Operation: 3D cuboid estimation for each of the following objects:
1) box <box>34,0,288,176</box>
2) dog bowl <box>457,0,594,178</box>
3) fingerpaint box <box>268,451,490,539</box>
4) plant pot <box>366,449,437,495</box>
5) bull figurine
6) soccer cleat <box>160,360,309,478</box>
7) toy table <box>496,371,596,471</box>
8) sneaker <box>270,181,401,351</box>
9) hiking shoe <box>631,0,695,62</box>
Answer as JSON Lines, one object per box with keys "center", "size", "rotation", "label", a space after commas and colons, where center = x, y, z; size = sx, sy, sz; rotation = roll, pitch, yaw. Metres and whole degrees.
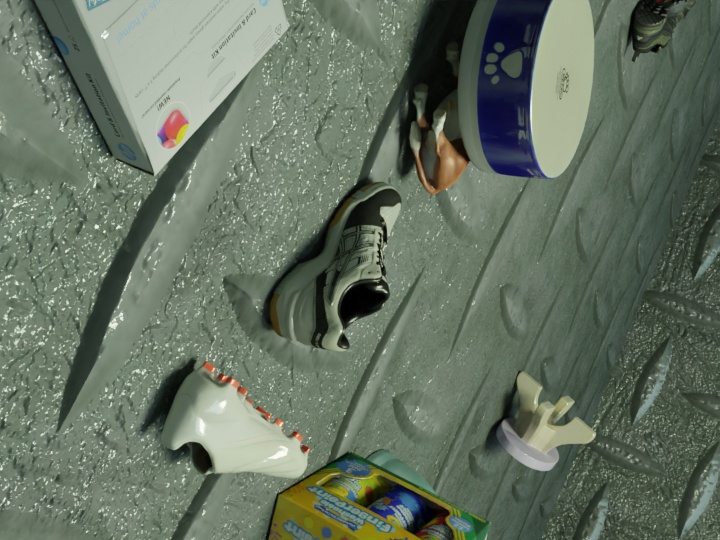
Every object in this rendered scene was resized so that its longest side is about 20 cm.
{"center": [-0.118, -0.182, 0.527], "size": [0.157, 0.041, 0.201], "rotation": [-55, 151, -27], "label": "box"}
{"center": [0.177, -0.199, 0.933], "size": [0.199, 0.078, 0.203], "rotation": [-29, 125, -54], "label": "dog bowl"}
{"center": [0.023, 0.297, 1.011], "size": [0.166, 0.198, 0.074], "rotation": [-13, 121, -60], "label": "fingerpaint box"}
{"center": [0.047, 0.360, 1.190], "size": [0.200, 0.133, 0.203], "rotation": [-44, 145, -41], "label": "plant pot"}
{"center": [0.113, -0.178, 0.974], "size": [0.201, 0.064, 0.122], "rotation": [-61, 148, -28], "label": "bull figurine"}
{"center": [-0.110, 0.150, 0.789], "size": [0.078, 0.069, 0.200], "rotation": [-55, 146, -14], "label": "soccer cleat"}
{"center": [0.350, 0.298, 1.737], "size": [0.118, 0.183, 0.200], "rotation": [-55, 167, 15], "label": "toy table"}
{"center": [0.000, 0.000, 0.860], "size": [0.201, 0.087, 0.076], "rotation": [-55, 151, -30], "label": "sneaker"}
{"center": [0.544, -0.456, 1.637], "size": [0.199, 0.075, 0.102], "rotation": [-36, 150, -35], "label": "hiking shoe"}
